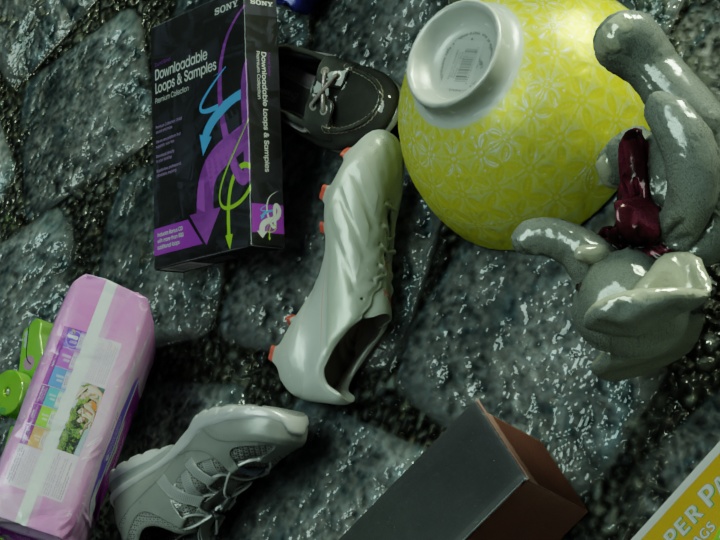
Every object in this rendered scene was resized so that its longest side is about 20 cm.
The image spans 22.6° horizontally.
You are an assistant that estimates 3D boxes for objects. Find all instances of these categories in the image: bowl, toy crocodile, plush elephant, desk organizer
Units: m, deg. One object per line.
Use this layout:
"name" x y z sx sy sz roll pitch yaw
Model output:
"bowl" 0.093 -0.125 1.236 0.199 0.107 0.202 -20 57 34
"toy crocodile" -0.259 0.139 1.444 0.061 0.067 0.202 -7 67 34
"plush elephant" 0.168 -0.017 1.074 0.154 0.165 0.200 -38 68 -14
"desk organizer" 0.043 0.186 1.143 0.200 0.077 0.072 -47 46 13

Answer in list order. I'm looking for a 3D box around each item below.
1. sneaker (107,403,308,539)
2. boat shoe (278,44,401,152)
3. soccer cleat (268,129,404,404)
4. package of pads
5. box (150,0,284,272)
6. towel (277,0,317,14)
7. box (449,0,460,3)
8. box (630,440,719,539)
"sneaker" -0.105 0.157 1.303 0.199 0.074 0.083 -33 55 39
"boat shoe" -0.042 -0.135 1.373 0.199 0.057 0.067 20 88 56
"soccer cleat" 0.000 0.000 1.288 0.077 0.069 0.202 19 89 40
"package of pads" -0.217 0.116 1.367 0.075 0.121 0.202 16 70 4
"box" -0.115 -0.108 1.405 0.142 0.036 0.203 -13 76 52
"towel" -0.034 -0.316 1.492 0.147 0.049 0.201 37 95 38
"box" 0.128 -0.313 1.301 0.183 0.105 0.202 -7 64 39
"box" 0.220 0.172 0.975 0.200 0.101 0.113 -50 45 10
